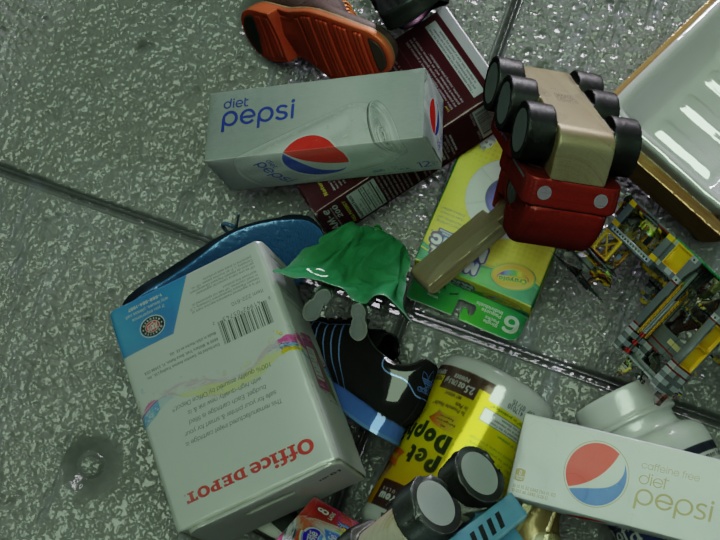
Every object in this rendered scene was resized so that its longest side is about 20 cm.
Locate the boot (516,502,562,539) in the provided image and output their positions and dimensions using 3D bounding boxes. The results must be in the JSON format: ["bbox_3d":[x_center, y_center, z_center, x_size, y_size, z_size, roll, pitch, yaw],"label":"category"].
[{"bbox_3d":[0.178,0.263,1.283,0.154,0.073,0.202,26,90,9],"label":"boot"}]

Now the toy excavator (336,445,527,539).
[{"bbox_3d":[0.105,0.238,1.175,0.100,0.194,0.201,-41,79,37],"label":"toy excavator"}]

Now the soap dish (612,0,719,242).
[{"bbox_3d":[0.313,-0.132,1.371,0.157,0.081,0.200,42,65,11],"label":"soap dish"}]

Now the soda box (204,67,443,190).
[{"bbox_3d":[-0.031,-0.119,1.329,0.198,0.063,0.069,-4,67,17],"label":"soda box"}]

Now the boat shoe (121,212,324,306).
[{"bbox_3d":[-0.126,-0.002,1.369,0.198,0.069,0.085,-20,105,0],"label":"boat shoe"}]

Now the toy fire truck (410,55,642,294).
[{"bbox_3d":[0.129,-0.058,1.283,0.127,0.176,0.202,8,114,-11],"label":"toy fire truck"}]

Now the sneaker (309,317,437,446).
[{"bbox_3d":[-0.019,0.070,1.328,0.199,0.070,0.078,33,88,32],"label":"sneaker"}]

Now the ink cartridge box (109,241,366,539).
[{"bbox_3d":[-0.100,0.102,1.261,0.143,0.085,0.202,-25,66,8],"label":"ink cartridge box"}]

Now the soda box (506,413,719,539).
[{"bbox_3d":[0.217,0.169,1.211,0.198,0.064,0.069,13,81,14],"label":"soda box"}]

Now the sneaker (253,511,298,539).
[{"bbox_3d":[-0.103,0.150,1.332,0.084,0.075,0.200,-40,77,-9],"label":"sneaker"}]

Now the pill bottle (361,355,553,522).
[{"bbox_3d":[0.073,0.181,1.299,0.108,0.109,0.201,27,77,9],"label":"pill bottle"}]

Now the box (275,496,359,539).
[{"bbox_3d":[-0.048,0.295,1.230,0.099,0.095,0.201,29,117,10],"label":"box"}]

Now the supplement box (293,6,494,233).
[{"bbox_3d":[0.026,-0.131,1.386,0.199,0.061,0.109,-32,62,2],"label":"supplement box"}]

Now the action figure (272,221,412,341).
[{"bbox_3d":[0.000,0.000,1.316,0.117,0.200,0.055,24,111,3],"label":"action figure"}]

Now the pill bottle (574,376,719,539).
[{"bbox_3d":[0.256,0.193,1.289,0.110,0.111,0.202,-24,75,-4],"label":"pill bottle"}]

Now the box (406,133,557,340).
[{"bbox_3d":[0.126,-0.048,1.392,0.116,0.048,0.202,21,78,9],"label":"box"}]

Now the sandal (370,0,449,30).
[{"bbox_3d":[0.048,-0.240,1.392,0.075,0.201,0.048,-30,107,14],"label":"sandal"}]

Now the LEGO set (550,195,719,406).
[{"bbox_3d":[0.253,0.042,1.297,0.116,0.153,0.200,-47,57,9],"label":"LEGO set"}]

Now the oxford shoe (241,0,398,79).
[{"bbox_3d":[-0.026,-0.221,1.390,0.072,0.072,0.199,-37,38,-24],"label":"oxford shoe"}]
